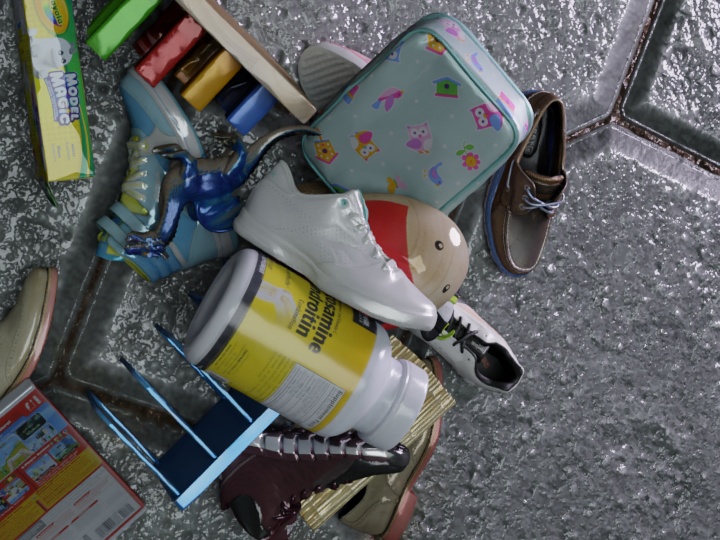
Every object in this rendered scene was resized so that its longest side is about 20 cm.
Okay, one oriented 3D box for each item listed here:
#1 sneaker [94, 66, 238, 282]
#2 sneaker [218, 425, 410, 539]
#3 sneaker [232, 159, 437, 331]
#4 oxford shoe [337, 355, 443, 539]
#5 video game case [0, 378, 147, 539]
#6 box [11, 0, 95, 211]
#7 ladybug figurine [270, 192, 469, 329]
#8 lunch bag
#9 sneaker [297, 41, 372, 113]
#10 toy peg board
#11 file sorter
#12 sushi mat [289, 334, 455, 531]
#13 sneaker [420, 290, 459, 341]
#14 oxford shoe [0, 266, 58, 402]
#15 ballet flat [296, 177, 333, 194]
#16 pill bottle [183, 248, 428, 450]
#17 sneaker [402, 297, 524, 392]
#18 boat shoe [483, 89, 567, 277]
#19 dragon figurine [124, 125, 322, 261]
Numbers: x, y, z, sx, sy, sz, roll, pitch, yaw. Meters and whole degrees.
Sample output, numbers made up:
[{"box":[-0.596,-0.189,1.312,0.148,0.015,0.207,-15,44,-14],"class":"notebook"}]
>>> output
[{"box":[-0.208,-0.080,1.136,0.130,0.079,0.201,-28,105,-16],"class":"sneaker"},{"box":[-0.050,0.217,1.202,0.199,0.076,0.116,3,91,14],"class":"sneaker"},{"box":[-0.010,-0.023,1.048,0.199,0.075,0.089,32,94,8],"class":"sneaker"},{"box":[0.033,0.181,1.264,0.074,0.070,0.201,17,89,-15],"class":"oxford shoe"},{"box":[-0.306,0.211,1.131,0.143,0.017,0.200,-41,129,-12],"class":"video game case"},{"box":[-0.273,-0.156,1.081,0.048,0.117,0.201,-7,100,-19],"class":"box"},{"box":[0.000,0.000,1.127,0.199,0.072,0.136,-9,111,19],"class":"ladybug figurine"},{"box":[0.053,-0.126,1.133,0.160,0.077,0.200,45,125,-8],"class":"lunch bag"},{"box":[0.035,-0.170,1.227,0.200,0.105,0.076,34,126,4],"class":"sneaker"},{"box":[-0.154,-0.196,1.088,0.098,0.200,0.199,-44,110,6],"class":"toy peg board"},{"box":[-0.148,0.099,1.151,0.200,0.139,0.123,-45,105,-10],"class":"file sorter"},{"box":[-0.006,0.165,1.238,0.200,0.012,0.096,-42,80,0],"class":"sushi mat"},{"box":[0.002,0.019,1.199,0.199,0.072,0.083,18,86,5],"class":"sneaker"},{"box":[-0.338,0.082,1.112,0.074,0.071,0.201,25,87,-19],"class":"oxford shoe"},{"box":[-0.001,-0.062,1.233,0.199,0.070,0.066,17,63,-24],"class":"ballet flat"},{"box":[-0.044,0.074,1.051,0.199,0.112,0.112,31,86,-15],"class":"pill bottle"},{"box":[0.096,0.057,1.267,0.200,0.080,0.074,38,85,-18],"class":"sneaker"},{"box":[0.178,-0.091,1.282,0.072,0.072,0.201,0,97,-20],"class":"boat shoe"},{"box":[-0.129,-0.071,1.102,0.199,0.059,0.100,-18,111,-22],"class":"dragon figurine"}]
